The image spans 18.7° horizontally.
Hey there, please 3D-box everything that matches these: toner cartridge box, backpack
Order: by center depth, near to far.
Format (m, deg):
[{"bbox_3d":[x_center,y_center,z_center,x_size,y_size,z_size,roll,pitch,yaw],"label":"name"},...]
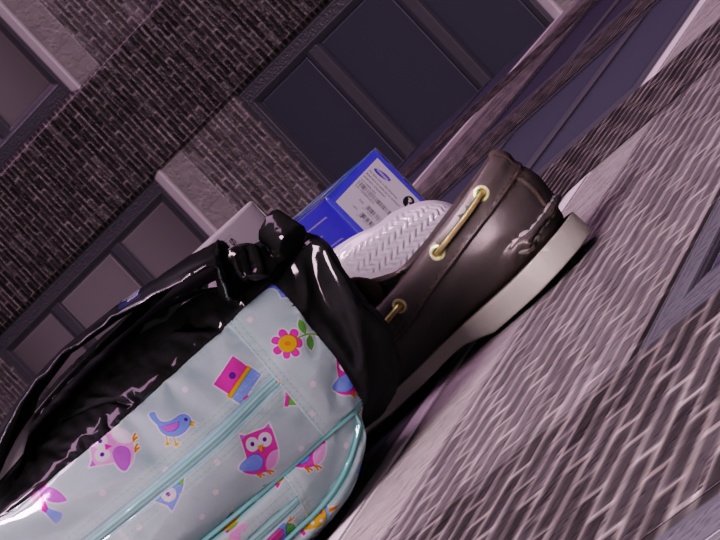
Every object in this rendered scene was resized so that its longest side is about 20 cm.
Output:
[{"bbox_3d":[-0.082,0.084,0.915,0.200,0.127,0.167,-44,0,-19],"label":"backpack"},{"bbox_3d":[0.000,0.000,1.231,0.043,0.095,0.200,-43,4,-18],"label":"toner cartridge box"}]

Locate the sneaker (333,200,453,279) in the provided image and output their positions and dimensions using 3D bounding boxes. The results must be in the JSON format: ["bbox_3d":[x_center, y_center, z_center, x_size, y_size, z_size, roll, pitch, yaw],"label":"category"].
[{"bbox_3d":[-0.016,0.024,1.122,0.200,0.075,0.114,-46,16,20],"label":"sneaker"}]

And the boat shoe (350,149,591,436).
[{"bbox_3d":[0.018,0.024,1.018,0.201,0.061,0.072,-42,4,25],"label":"boat shoe"}]

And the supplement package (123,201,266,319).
[{"bbox_3d":[-0.094,0.064,1.336,0.121,0.120,0.200,-43,3,24],"label":"supplement package"}]
